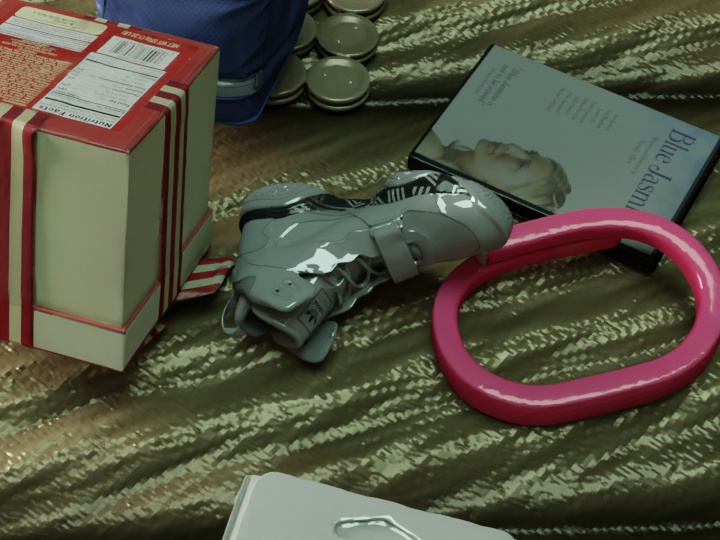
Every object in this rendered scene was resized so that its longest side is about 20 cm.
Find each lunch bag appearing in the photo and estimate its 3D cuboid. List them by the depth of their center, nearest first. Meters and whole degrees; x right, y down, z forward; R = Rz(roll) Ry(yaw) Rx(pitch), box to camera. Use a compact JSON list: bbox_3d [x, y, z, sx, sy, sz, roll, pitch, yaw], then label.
[{"bbox_3d":[-0.114,-0.188,1.158,0.136,0.132,0.200,13,38,8],"label":"lunch bag"}]

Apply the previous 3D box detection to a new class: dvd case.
[{"bbox_3d":[0.155,-0.087,1.188,0.200,0.018,0.143,25,54,16],"label":"dvd case"}]

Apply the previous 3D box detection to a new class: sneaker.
[{"bbox_3d":[0.000,0.000,1.060,0.200,0.075,0.115,-1,53,24],"label":"sneaker"}]

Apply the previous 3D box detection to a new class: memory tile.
[{"bbox_3d":[-0.084,-0.189,1.259,0.200,0.017,0.153,7,52,2],"label":"memory tile"}]

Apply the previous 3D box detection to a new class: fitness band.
[{"bbox_3d":[0.147,0.029,1.073,0.200,0.037,0.144,-13,58,-6],"label":"fitness band"}]

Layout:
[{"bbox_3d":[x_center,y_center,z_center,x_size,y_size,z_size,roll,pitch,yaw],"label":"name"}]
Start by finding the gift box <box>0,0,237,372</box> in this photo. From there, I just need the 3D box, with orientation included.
[{"bbox_3d":[-0.184,-0.055,1.048,0.184,0.187,0.200,17,33,13],"label":"gift box"}]

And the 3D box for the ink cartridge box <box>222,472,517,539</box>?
[{"bbox_3d":[-0.001,0.206,0.833,0.146,0.200,0.086,13,52,8],"label":"ink cartridge box"}]
